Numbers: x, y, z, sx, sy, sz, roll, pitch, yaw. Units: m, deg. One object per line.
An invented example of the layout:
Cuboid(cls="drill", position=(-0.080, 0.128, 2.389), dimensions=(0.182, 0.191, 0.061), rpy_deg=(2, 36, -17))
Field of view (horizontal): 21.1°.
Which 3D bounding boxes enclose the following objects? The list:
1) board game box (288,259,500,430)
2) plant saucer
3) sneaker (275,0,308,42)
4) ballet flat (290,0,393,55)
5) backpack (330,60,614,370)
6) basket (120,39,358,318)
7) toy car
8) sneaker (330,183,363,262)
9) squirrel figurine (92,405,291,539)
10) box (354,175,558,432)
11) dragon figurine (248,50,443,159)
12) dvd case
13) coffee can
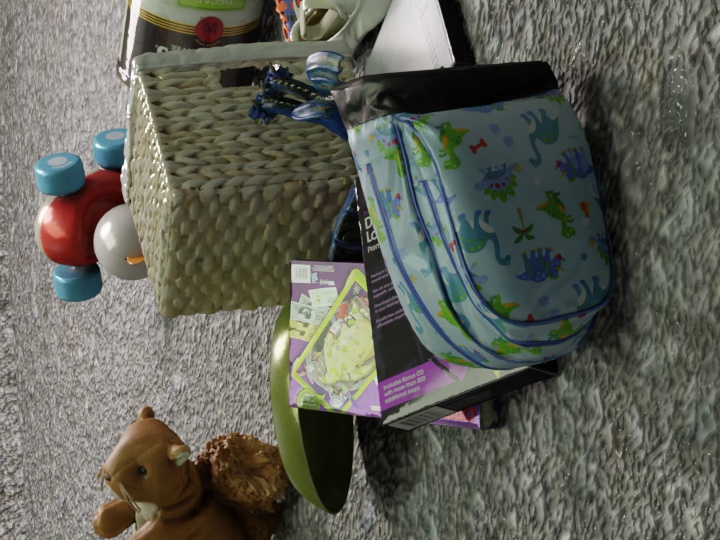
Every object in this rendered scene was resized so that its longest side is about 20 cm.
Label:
Cuboid(cls="board game box", position=(0.023, 0.054, 1.479), dimensions=(0.200, 0.032, 0.120), rpy_deg=(4, 90, 43))
Cuboid(cls="plant saucer", position=(-0.043, 0.109, 1.650), dimensions=(0.200, 0.031, 0.201), rpy_deg=(-7, -90, -78))
Cuboid(cls="sneaker", position=(-0.059, -0.263, 1.788), dimensions=(0.075, 0.078, 0.201), rpy_deg=(-122, 37, -58))
Cuboid(cls="ballet flat", position=(-0.014, -0.234, 1.676), dimensions=(0.200, 0.069, 0.070), rpy_deg=(133, 135, -63))
Cuboid(cls="backpack", position=(0.084, -0.033, 1.259), dimensions=(0.154, 0.163, 0.201), rpy_deg=(5, 101, 57))
Cuboid(cls="basket", position=(-0.099, -0.077, 1.699), dimensions=(0.200, 0.198, 0.161), rpy_deg=(104, 156, -54))
Cuboid(cls="toy car", position=(-0.283, -0.050, 2.393), dimensions=(0.200, 0.177, 0.185), rpy_deg=(22, 128, 39))
Cuboid(cls="sneaker", position=(0.000, 0.000, 1.598), dimensions=(0.078, 0.075, 0.201), rpy_deg=(-114, 32, -57))
Cuboid(cls="squirrel figurine", position=(-0.169, 0.217, 1.911), dimensions=(0.142, 0.200, 0.187), rpy_deg=(41, 147, 54))
Cuboid(cls="box", position=(0.064, 0.000, 1.393), dimensions=(0.143, 0.036, 0.201), rpy_deg=(-25, 61, 38))
Cuboid(cls="dragon figurine", position=(-0.018, -0.137, 1.548), dimensions=(0.200, 0.099, 0.059), rpy_deg=(-5, 64, 63))
Cuboid(cls="dvd case", position=(0.040, -0.157, 1.587), dimensions=(0.200, 0.017, 0.143), rpy_deg=(115, 151, -50))
Cuboid(cls="coffee can", position=(-0.171, -0.290, 2.013), dimensions=(0.146, 0.146, 0.201), rpy_deg=(-118, 33, -54))
